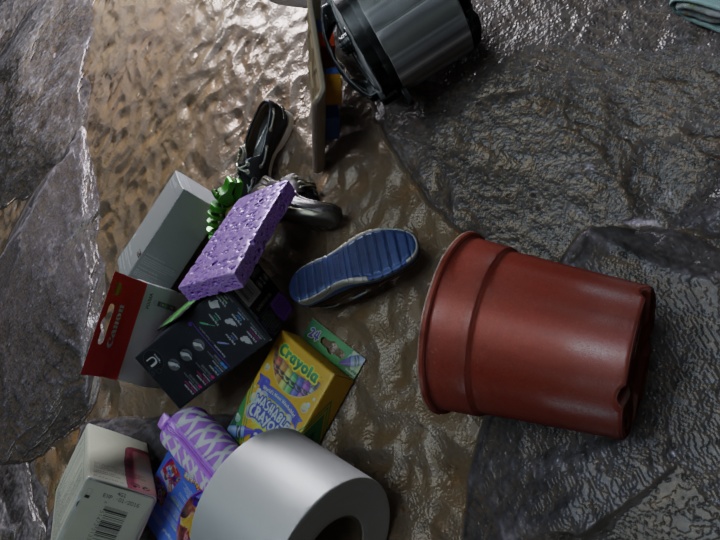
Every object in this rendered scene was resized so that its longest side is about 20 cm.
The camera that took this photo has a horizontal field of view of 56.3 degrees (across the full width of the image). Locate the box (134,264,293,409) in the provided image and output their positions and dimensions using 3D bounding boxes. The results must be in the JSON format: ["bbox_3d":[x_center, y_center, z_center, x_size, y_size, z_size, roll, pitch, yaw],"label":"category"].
[{"bbox_3d":[-0.215,0.091,1.002,0.199,0.122,0.106,-37,99,21],"label":"box"}]

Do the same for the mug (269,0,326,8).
[{"bbox_3d":[-0.068,-0.525,1.129,0.152,0.149,0.189,31,100,32],"label":"mug"}]

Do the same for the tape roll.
[{"bbox_3d":[-0.080,0.307,0.791,0.138,0.202,0.205,20,86,39],"label":"tape roll"}]

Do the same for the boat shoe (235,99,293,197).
[{"bbox_3d":[-0.178,-0.189,1.136,0.073,0.060,0.202,26,90,38],"label":"boat shoe"}]

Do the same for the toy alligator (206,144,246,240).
[{"bbox_3d":[-0.219,-0.107,1.084,0.059,0.053,0.203,50,137,50],"label":"toy alligator"}]

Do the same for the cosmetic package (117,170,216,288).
[{"bbox_3d":[-0.337,-0.061,1.183,0.202,0.090,0.107,-58,33,8],"label":"cosmetic package"}]

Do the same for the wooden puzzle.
[{"bbox_3d":[-0.056,-0.281,1.029,0.045,0.186,0.203,-2,64,-5],"label":"wooden puzzle"}]

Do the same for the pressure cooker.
[{"bbox_3d":[0.046,-0.341,0.928,0.198,0.179,0.177,-31,48,8],"label":"pressure cooker"}]

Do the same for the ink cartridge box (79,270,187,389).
[{"bbox_3d":[-0.348,0.100,1.074,0.049,0.200,0.163,13,80,11],"label":"ink cartridge box"}]

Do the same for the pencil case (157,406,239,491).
[{"bbox_3d":[-0.202,0.270,0.929,0.199,0.085,0.085,30,96,41],"label":"pencil case"}]

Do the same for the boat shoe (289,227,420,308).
[{"bbox_3d":[0.000,0.000,0.925,0.198,0.072,0.073,-18,62,25],"label":"boat shoe"}]

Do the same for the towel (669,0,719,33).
[{"bbox_3d":[0.462,-0.322,0.712,0.172,0.048,0.200,-52,51,6],"label":"towel"}]

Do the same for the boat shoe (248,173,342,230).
[{"bbox_3d":[-0.105,-0.114,1.046,0.198,0.074,0.074,15,83,38],"label":"boat shoe"}]

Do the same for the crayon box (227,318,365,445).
[{"bbox_3d":[-0.093,0.176,0.946,0.125,0.051,0.202,31,93,40],"label":"crayon box"}]

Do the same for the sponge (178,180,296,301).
[{"bbox_3d":[-0.170,-0.045,0.951,0.110,0.030,0.201,-15,35,34],"label":"sponge"}]

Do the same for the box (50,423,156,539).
[{"bbox_3d":[-0.392,0.342,1.026,0.129,0.108,0.200,-64,23,0],"label":"box"}]

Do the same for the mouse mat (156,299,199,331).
[{"bbox_3d":[-0.222,0.016,1.023,0.200,0.008,0.160,-48,12,-28],"label":"mouse mat"}]

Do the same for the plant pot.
[{"bbox_3d":[0.187,0.074,0.692,0.193,0.200,0.204,11,80,30],"label":"plant pot"}]

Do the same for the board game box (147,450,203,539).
[{"bbox_3d":[-0.240,0.358,0.994,0.199,0.045,0.136,33,95,40],"label":"board game box"}]
